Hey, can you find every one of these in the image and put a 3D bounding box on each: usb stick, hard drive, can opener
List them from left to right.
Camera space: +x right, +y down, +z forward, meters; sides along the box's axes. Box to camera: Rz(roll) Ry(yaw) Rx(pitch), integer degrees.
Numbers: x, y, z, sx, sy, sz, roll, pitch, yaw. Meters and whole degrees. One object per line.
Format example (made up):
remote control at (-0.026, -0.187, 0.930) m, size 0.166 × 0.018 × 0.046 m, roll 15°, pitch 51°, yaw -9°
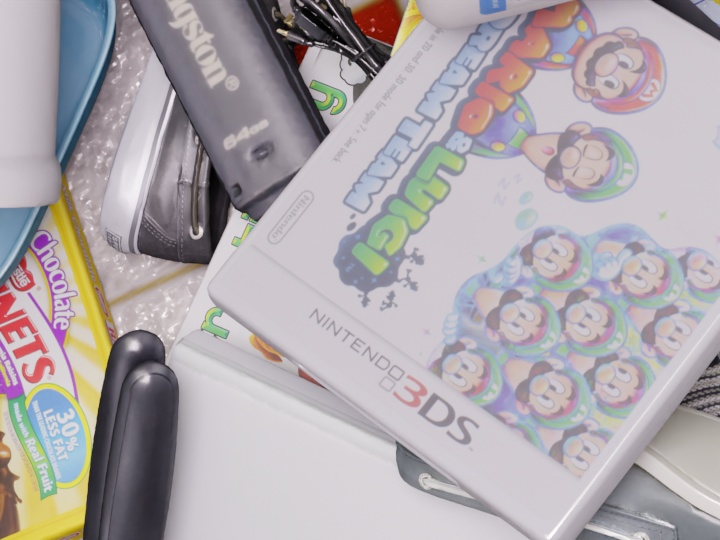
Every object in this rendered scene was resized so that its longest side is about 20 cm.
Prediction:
can opener at (-0.100, 0.119, 1.029) m, size 0.078 × 0.063 × 0.201 m, roll -7°, pitch 114°, yaw -24°
usb stick at (-0.073, -0.118, 1.058) m, size 0.055 × 0.033 × 0.201 m, roll -28°, pitch 83°, yaw 7°
hard drive at (-0.004, 0.123, 1.025) m, size 0.199 × 0.026 × 0.132 m, roll 24°, pitch 117°, yaw 17°

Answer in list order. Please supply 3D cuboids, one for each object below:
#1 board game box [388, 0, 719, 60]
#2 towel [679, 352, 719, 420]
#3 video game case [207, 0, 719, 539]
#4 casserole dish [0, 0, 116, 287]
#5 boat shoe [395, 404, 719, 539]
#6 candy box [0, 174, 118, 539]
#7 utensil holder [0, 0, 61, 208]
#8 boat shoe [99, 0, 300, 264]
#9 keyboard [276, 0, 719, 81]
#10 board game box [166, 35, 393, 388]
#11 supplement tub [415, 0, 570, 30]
board game box at (0.108, -0.069, 1.028) m, size 0.199 × 0.056 × 0.197 m, roll 18°, pitch 84°, yaw 1°
towel at (0.138, 0.040, 0.971) m, size 0.192 × 0.035 × 0.201 m, roll -16°, pitch 106°, yaw 12°
video game case at (0.067, -0.019, 0.927) m, size 0.182 × 0.024 × 0.200 m, roll 35°, pitch 81°, yaw 27°
casserole dish at (-0.185, -0.070, 1.115) m, size 0.121 × 0.039 × 0.201 m, roll 21°, pitch 80°, yaw 16°
boat shoe at (0.106, 0.088, 0.945) m, size 0.199 × 0.073 × 0.062 m, roll 22°, pitch 113°, yaw 9°
candy box at (-0.167, 0.033, 1.119) m, size 0.102 × 0.026 × 0.201 m, roll -22°, pitch 73°, yaw 4°
utensil holder at (-0.206, -0.132, 0.998) m, size 0.169 × 0.170 × 0.201 m, roll 4°, pitch 95°, yaw 15°
boat shoe at (-0.060, -0.098, 1.102) m, size 0.066 × 0.070 × 0.201 m, roll 18°, pitch 83°, yaw 9°
keyboard at (0.048, -0.111, 0.994) m, size 0.200 × 0.021 × 0.127 m, roll 41°, pitch 85°, yaw 4°
board game box at (0.000, 0.000, 1.079) m, size 0.126 × 0.035 × 0.201 m, roll 22°, pitch 83°, yaw 17°
supplement tub at (0.105, -0.175, 0.906) m, size 0.199 × 0.132 × 0.133 m, roll -14°, pitch 74°, yaw -1°
